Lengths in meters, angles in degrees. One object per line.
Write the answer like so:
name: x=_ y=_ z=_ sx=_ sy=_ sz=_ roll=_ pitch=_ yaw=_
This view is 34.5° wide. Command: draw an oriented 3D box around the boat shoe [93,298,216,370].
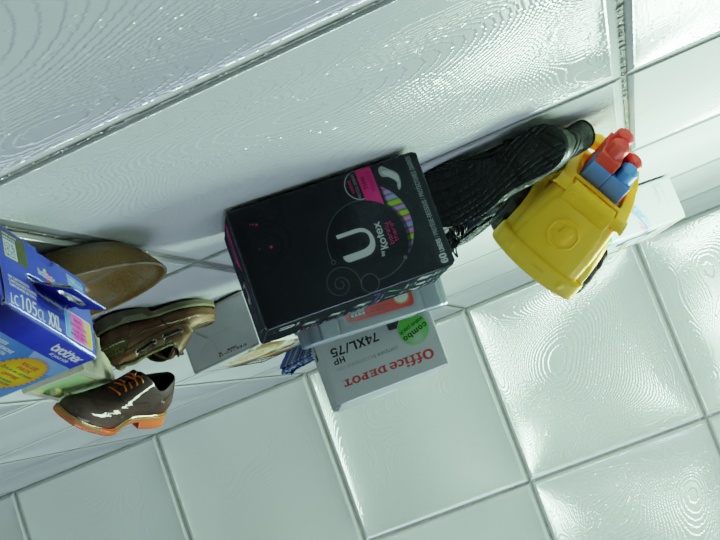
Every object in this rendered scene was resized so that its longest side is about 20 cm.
boat shoe: x=-0.250 y=0.083 z=1.448 sx=0.072 sy=0.069 sz=0.199 roll=-28 pitch=170 yaw=35

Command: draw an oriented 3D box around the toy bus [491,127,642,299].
toy bus: x=0.267 y=-0.095 z=1.374 sx=0.192 sy=0.135 sz=0.200 roll=-52 pitch=-179 yaw=34

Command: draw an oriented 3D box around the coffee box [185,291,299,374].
coffee box: x=-0.156 y=0.084 z=1.651 sx=0.113 sy=0.081 sz=0.200 roll=-24 pitch=171 yaw=20

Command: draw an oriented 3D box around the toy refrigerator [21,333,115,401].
toy refrigerator: x=-0.353 y=0.114 z=1.389 sx=0.075 sy=0.071 sz=0.200 roll=-20 pitch=172 yaw=-5

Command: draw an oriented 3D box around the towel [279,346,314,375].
towel: x=-0.050 y=0.078 z=1.759 sx=0.024 sy=0.146 sz=0.200 roll=32 pitch=149 yaw=-19

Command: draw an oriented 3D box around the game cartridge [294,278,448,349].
game cartridge: x=0.000 y=0.000 z=1.306 sx=0.198 sy=0.134 sz=0.041 roll=-16 pitch=171 yaw=-32

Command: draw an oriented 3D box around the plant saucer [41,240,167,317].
plant saucer: x=-0.277 y=0.016 z=1.060 sx=0.198 sy=0.036 sz=0.200 roll=-21 pitch=172 yaw=-3

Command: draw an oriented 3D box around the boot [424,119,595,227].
boot: x=0.162 y=-0.106 z=1.289 sx=0.199 sy=0.068 sz=0.130 roll=-23 pitch=177 yaw=26

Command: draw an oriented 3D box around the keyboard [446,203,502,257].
keyboard: x=0.166 y=-0.050 z=1.742 sx=0.103 sy=0.040 sz=0.200 roll=-19 pitch=171 yaw=-18

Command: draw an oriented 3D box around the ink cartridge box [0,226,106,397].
ink cartridge box: x=-0.301 y=0.041 z=0.906 sx=0.198 sy=0.077 sz=0.137 roll=-24 pitch=153 yaw=10

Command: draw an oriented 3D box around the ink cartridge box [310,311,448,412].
ink cartridge box: x=0.002 y=0.054 z=1.426 sx=0.145 sy=0.202 sz=0.146 roll=-20 pitch=172 yaw=-7

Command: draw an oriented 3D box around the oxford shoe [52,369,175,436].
oxford shoe: x=-0.300 y=0.154 z=1.426 sx=0.073 sy=0.071 sz=0.200 roll=-62 pitch=159 yaw=10

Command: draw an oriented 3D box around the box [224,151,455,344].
box: x=-0.024 y=-0.021 z=1.148 sx=0.198 sy=0.123 sz=0.106 roll=-20 pitch=172 yaw=-10

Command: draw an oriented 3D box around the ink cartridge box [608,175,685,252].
ink cartridge box: x=0.458 y=-0.086 z=2.079 sx=0.198 sy=0.088 sz=0.145 roll=-21 pitch=172 yaw=-15
